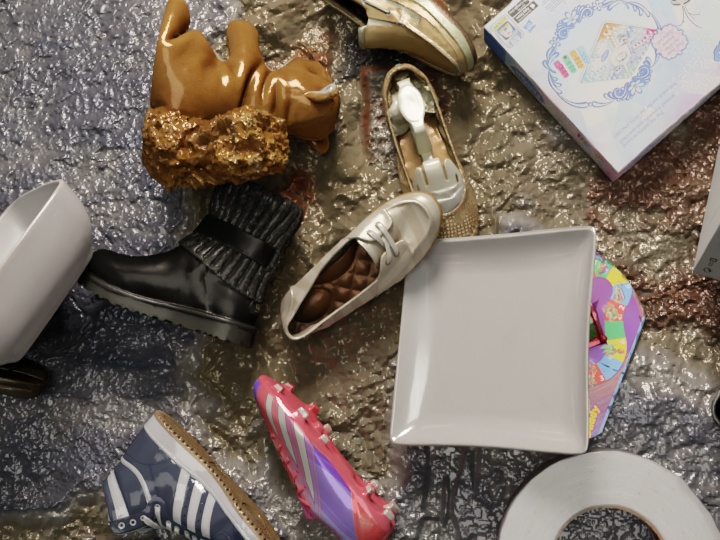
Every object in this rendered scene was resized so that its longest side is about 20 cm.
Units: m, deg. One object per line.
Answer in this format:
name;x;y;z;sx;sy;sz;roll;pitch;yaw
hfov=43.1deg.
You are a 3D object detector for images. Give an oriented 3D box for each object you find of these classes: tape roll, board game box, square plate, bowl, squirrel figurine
tape roll;0.222;0.263;0.822;0.197;0.066;0.204;-1;82;10
board game box;0.179;0.068;0.870;0.156;0.039;0.202;22;86;12
square plate;0.123;0.065;0.845;0.196;0.028;0.203;-4;72;33
bowl;-0.344;0.014;0.895;0.075;0.199;0.202;40;65;-27
board game box;0.260;-0.229;0.901;0.199;0.043;0.200;-40;77;1
squirrel figurine;-0.113;-0.149;0.898;0.184;0.142;0.202;10;52;-8

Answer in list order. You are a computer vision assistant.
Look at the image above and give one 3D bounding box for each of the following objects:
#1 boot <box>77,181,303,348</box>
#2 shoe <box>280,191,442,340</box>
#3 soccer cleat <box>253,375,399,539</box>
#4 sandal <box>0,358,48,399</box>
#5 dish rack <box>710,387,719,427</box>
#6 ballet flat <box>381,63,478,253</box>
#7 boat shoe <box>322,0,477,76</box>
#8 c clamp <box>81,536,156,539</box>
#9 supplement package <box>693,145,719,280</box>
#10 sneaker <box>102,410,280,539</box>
boot;-0.173;-0.026;0.923;0.208;0.079;0.160;17;87;6
shoe;0.000;0.000;0.884;0.199;0.053;0.070;-40;95;13
soccer cleat;-0.047;0.191;0.879;0.076;0.067;0.200;-43;80;5
sandal;-0.423;0.111;0.956;0.197;0.082;0.055;12;105;4
dish rack;0.423;0.090;0.821;0.152;0.055;0.201;32;87;12
ballet flat;0.063;-0.114;0.905;0.070;0.065;0.202;-22;79;5
boat shoe;0.027;-0.250;0.927;0.076;0.072;0.200;-44;66;-12
c clamp;-0.294;0.365;0.909;0.168;0.027;0.203;2;83;11
supplement package;0.415;-0.067;0.777;0.197;0.152;0.152;18;62;11
sneaker;-0.167;0.243;0.884;0.200;0.070;0.109;42;85;19
